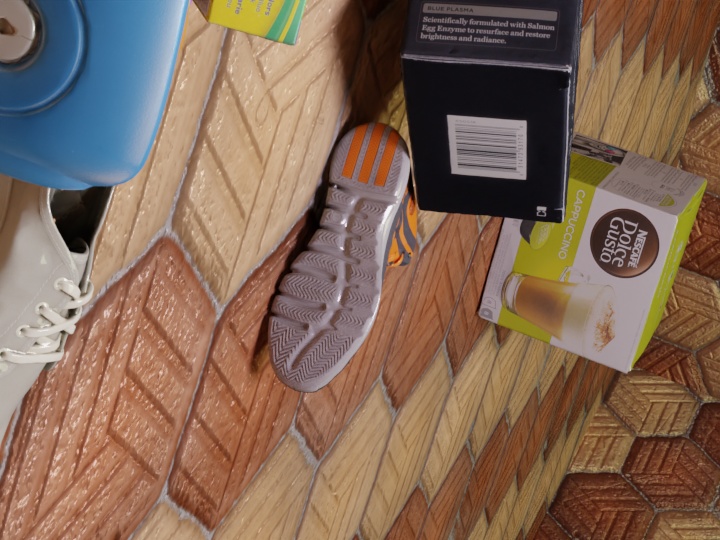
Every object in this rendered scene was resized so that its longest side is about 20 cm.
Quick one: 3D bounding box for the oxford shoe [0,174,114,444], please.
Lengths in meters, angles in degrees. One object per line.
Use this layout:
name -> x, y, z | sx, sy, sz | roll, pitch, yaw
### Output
oxford shoe -> -0.149, 0.014, 0.626 | 0.075, 0.057, 0.203 | -17, 128, -73

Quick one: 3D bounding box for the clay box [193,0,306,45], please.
clay box -> -0.032, -0.215, 0.654 | 0.115, 0.047, 0.203 | -124, -131, -67

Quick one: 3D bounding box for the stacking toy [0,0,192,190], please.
stacking toy -> -0.104, -0.122, 0.569 | 0.200, 0.115, 0.111 | -68, 178, -64

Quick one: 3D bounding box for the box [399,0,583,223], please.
box -> 0.101, -0.171, 1.023 | 0.197, 0.116, 0.203 | 79, 19, -61

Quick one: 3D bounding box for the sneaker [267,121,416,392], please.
sneaker -> 0.000, 0.000, 1.055 | 0.202, 0.077, 0.112 | -67, 163, -7

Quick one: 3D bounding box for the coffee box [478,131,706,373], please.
coffee box -> 0.282, -0.029, 1.724 | 0.200, 0.195, 0.202 | -35, 143, -62
